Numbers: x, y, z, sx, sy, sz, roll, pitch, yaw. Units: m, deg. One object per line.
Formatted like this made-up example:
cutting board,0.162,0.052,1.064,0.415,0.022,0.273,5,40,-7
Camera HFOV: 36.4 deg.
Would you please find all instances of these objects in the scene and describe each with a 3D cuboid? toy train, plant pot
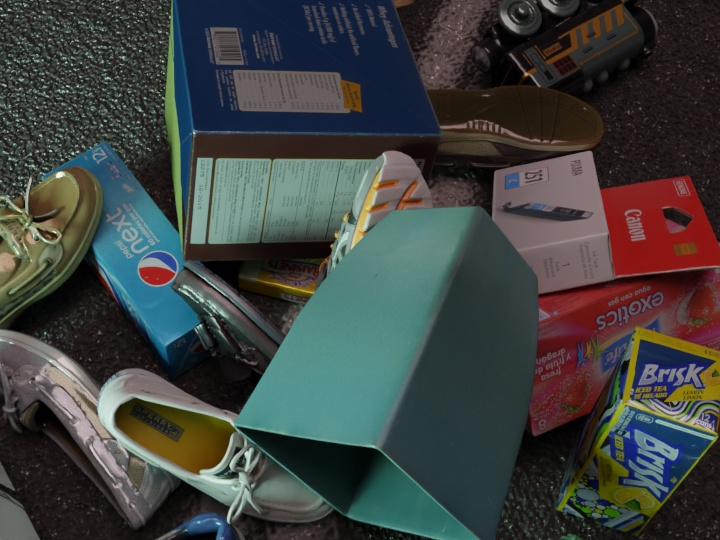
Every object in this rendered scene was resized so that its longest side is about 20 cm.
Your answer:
toy train,0.206,-0.229,1.089,0.198,0.085,0.115,-30,77,-23
plant pot,0.040,0.063,0.771,0.140,0.141,0.202,0,55,44

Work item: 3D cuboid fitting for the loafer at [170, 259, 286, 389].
loafer,-0.076,0.077,0.848,0.200,0.072,0.063,43,79,-13

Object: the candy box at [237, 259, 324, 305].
candy box,0.000,-0.008,0.965,0.196,0.027,0.104,14,61,4

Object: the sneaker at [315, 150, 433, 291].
sneaker,0.000,0.000,0.873,0.077,0.203,0.077,-4,25,-40

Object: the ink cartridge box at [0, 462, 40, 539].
ink cartridge box,-0.319,0.187,0.768,0.144,0.084,0.201,-36,67,-5

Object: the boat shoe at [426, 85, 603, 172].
boat shoe,0.124,-0.127,1.023,0.197,0.066,0.073,3,54,2

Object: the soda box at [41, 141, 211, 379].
soda box,-0.189,-0.011,0.929,0.067,0.065,0.200,-32,66,-21

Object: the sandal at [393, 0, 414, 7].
sandal,-0.044,-0.227,1.080,0.208,0.071,0.078,-3,22,14

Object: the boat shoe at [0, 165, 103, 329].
boat shoe,-0.286,-0.005,0.879,0.073,0.063,0.201,37,87,24

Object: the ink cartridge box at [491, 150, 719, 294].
ink cartridge box,0.197,-0.048,0.908,0.173,0.045,0.201,-10,23,12

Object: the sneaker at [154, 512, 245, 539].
sneaker,-0.166,0.236,0.768,0.199,0.086,0.077,-38,68,-23

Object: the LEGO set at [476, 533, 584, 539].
LEGO set,0.119,0.270,0.750,0.151,0.117,0.203,6,59,0

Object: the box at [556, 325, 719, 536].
box,0.202,0.123,0.798,0.069,0.201,0.065,17,59,7

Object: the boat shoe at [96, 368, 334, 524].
boat shoe,-0.094,0.134,0.788,0.200,0.086,0.075,32,88,-17

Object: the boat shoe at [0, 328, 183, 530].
boat shoe,-0.227,0.118,0.844,0.201,0.075,0.065,35,57,8

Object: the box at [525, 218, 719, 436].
box,0.193,0.039,0.891,0.197,0.096,0.103,-20,26,-17

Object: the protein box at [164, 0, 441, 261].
protein box,-0.058,-0.127,0.931,0.196,0.136,0.201,-1,46,-16
